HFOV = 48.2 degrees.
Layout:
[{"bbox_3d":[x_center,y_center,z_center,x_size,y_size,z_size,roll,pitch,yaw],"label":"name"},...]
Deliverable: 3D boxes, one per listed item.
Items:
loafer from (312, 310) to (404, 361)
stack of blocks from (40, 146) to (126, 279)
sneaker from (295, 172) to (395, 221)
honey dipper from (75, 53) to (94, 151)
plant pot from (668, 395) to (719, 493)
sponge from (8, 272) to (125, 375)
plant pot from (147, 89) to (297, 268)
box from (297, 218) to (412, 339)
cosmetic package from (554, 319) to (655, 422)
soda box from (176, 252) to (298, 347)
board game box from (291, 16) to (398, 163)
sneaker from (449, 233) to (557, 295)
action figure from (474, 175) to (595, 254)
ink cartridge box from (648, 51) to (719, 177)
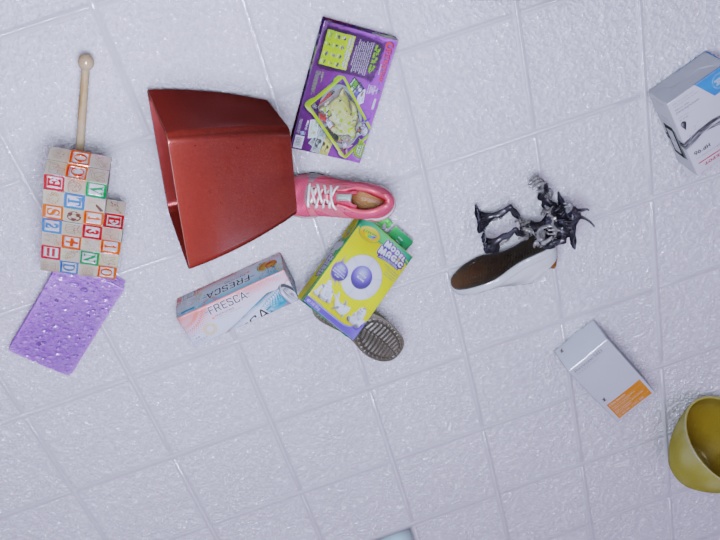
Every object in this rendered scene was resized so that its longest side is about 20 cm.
[{"bbox_3d":[-0.004,0.087,1.418,0.199,0.068,0.076,38,102,-25],"label":"loafer"},{"bbox_3d":[-0.410,-0.080,1.197,0.113,0.059,0.201,8,136,-16],"label":"stack of blocks"},{"bbox_3d":[-0.039,-0.118,1.261,0.197,0.087,0.075,3,91,-4],"label":"sneaker"},{"bbox_3d":[-0.403,-0.214,1.168,0.037,0.038,0.202,7,118,-17],"label":"honey dipper"},{"bbox_3d":[0.739,0.390,1.717,0.197,0.202,0.143,5,144,-16],"label":"plant pot"},{"bbox_3d":[-0.482,0.074,1.324,0.111,0.030,0.201,28,111,-25],"label":"sponge"},{"bbox_3d":[-0.195,-0.151,1.171,0.174,0.200,0.202,-13,123,-16],"label":"plant pot"},{"bbox_3d":[0.000,0.000,1.341,0.117,0.048,0.201,38,81,-21],"label":"box"},{"bbox_3d":[0.486,0.201,1.598,0.101,0.072,0.200,-41,120,13],"label":"cosmetic package"},{"bbox_3d":[-0.207,0.049,1.353,0.198,0.064,0.069,-24,122,2],"label":"soda box"},{"bbox_3d":[-0.028,-0.271,1.228,0.118,0.032,0.202,12,117,-15],"label":"board game box"},{"bbox_3d":[0.260,0.010,1.433,0.197,0.073,0.085,-21,135,8],"label":"sneaker"},{"bbox_3d":[0.298,-0.086,1.361,0.197,0.120,0.102,-12,155,3],"label":"action figure"},{"bbox_3d":[0.582,-0.247,1.360,0.115,0.068,0.200,-34,122,8],"label":"ink cartridge box"}]
